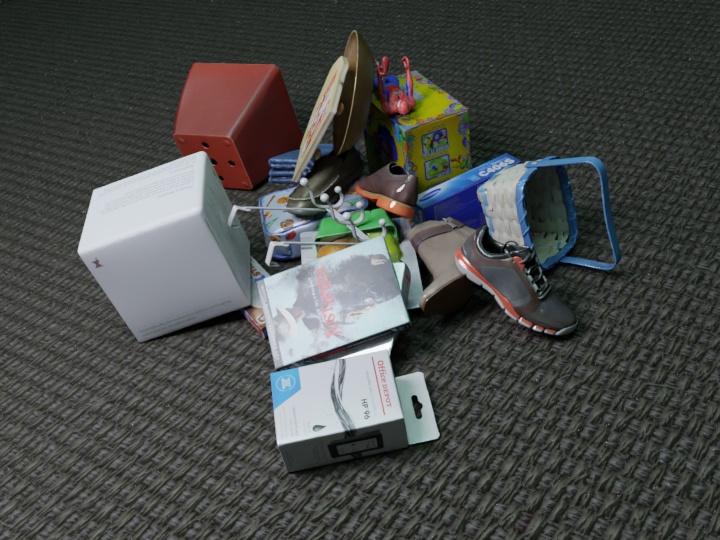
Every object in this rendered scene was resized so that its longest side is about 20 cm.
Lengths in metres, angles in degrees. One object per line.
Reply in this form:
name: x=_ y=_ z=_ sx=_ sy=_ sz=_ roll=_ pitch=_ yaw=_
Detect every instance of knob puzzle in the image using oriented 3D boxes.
knob puzzle: x=-0.052 y=-0.265 z=1.399 sx=0.030 sy=0.220 sz=0.220 roll=21 pitch=35 yaw=-13

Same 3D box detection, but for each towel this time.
towel: x=-0.083 y=-0.200 z=1.587 sx=0.111 sy=0.049 sz=0.200 roll=5 pitch=17 yaw=24

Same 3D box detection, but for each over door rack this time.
over door rack: x=-0.079 y=-0.080 z=1.269 sx=0.199 sy=0.067 sz=0.148 roll=-13 pitch=33 yaw=-29

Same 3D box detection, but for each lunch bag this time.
lunch bag: x=-0.074 y=-0.099 z=1.473 sx=0.199 sy=0.076 sz=0.161 roll=-14 pitch=34 yaw=-3

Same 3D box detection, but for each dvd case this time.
dvd case: x=-0.040 y=0.046 z=1.200 sx=0.199 sy=0.022 sz=0.147 roll=-20 pitch=62 yaw=8

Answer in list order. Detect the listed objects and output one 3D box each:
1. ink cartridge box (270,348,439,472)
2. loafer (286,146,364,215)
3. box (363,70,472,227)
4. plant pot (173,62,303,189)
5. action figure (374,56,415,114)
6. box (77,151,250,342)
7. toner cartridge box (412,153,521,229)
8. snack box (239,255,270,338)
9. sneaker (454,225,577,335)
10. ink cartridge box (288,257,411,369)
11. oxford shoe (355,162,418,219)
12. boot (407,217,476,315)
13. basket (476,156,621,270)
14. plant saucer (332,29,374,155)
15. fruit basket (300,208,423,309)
ink cartridge box: x=-0.008 y=0.173 z=1.083 sx=0.199 sy=0.068 sz=0.116 roll=-12 pitch=45 yaw=-1
loafer: x=-0.065 y=-0.160 z=1.429 sx=0.075 sy=0.070 sz=0.200 roll=7 pitch=37 yaw=29
box: x=0.097 y=-0.212 z=1.476 sx=0.121 sy=0.194 sz=0.200 roll=-20 pitch=36 yaw=-14
plant pot: x=-0.253 y=-0.270 z=1.663 sx=0.199 sy=0.200 sz=0.177 roll=7 pitch=51 yaw=23
action figure: x=0.045 y=-0.325 z=1.398 sx=0.065 sy=0.099 sz=0.200 roll=-11 pitch=38 yaw=-9
box: x=-0.294 y=-0.036 z=1.316 sx=0.198 sy=0.201 sz=0.172 roll=-18 pitch=37 yaw=6
toner cartridge box: x=0.179 y=-0.110 z=1.401 sx=0.199 sy=0.095 sz=0.043 roll=-26 pitch=37 yaw=-20
snack box: x=-0.168 y=0.036 z=1.356 sx=0.072 sy=0.024 sz=0.200 roll=-28 pitch=39 yaw=-18
sneaker: x=0.225 y=0.011 z=1.184 sx=0.200 sy=0.082 sz=0.077 roll=36 pitch=34 yaw=11
ink cartridge box: x=-0.019 y=0.082 z=1.217 sx=0.161 sy=0.050 sz=0.201 roll=3 pitch=70 yaw=18
oxford shoe: x=0.049 y=-0.138 z=1.374 sx=0.071 sy=0.073 sz=0.200 roll=18 pitch=9 yaw=-25
boot: x=0.122 y=-0.014 z=1.285 sx=0.199 sy=0.071 sz=0.146 roll=-15 pitch=49 yaw=-40
basket: x=0.287 y=-0.090 z=1.277 sx=0.199 sy=0.177 sz=0.139 roll=12 pitch=37 yaw=45
plant saucer: x=-0.010 y=-0.284 z=1.375 sx=0.035 sy=0.201 sz=0.201 roll=7 pitch=35 yaw=-10
fruit basket: x=0.000 y=0.000 z=1.329 sx=0.184 sy=0.094 sz=0.201 roll=-10 pitch=52 yaw=2
